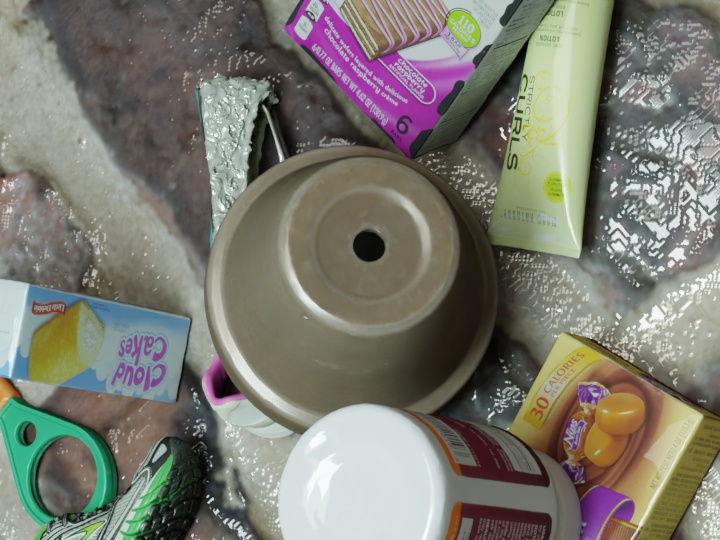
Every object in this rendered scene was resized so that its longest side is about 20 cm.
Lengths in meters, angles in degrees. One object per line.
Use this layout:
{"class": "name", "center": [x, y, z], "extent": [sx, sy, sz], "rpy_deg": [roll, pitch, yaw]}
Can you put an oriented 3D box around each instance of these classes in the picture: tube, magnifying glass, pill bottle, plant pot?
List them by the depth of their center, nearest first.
{"class": "pill bottle", "center": [0.048, 0.145, 1.400], "extent": [0.114, 0.200, 0.114], "rpy_deg": [-6, 78, 31]}
{"class": "plant pot", "center": [0.000, 0.000, 1.486], "extent": [0.200, 0.175, 0.200], "rpy_deg": [1, 77, -5]}
{"class": "tube", "center": [0.132, -0.111, 1.544], "extent": [0.052, 0.058, 0.200], "rpy_deg": [10, 92, -10]}
{"class": "magnifying glass", "center": [-0.253, 0.118, 1.745], "extent": [0.200, 0.022, 0.080], "rpy_deg": [46, 105, 25]}

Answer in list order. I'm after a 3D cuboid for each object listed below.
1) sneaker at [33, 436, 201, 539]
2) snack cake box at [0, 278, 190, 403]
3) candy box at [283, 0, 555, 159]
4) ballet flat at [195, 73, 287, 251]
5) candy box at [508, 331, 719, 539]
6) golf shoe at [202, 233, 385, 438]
{"class": "sneaker", "center": [-0.190, 0.194, 1.655], "extent": [0.085, 0.078, 0.200], "rpy_deg": [43, 104, 17]}
{"class": "snack cake box", "center": [-0.224, 0.044, 1.633], "extent": [0.115, 0.200, 0.067], "rpy_deg": [9, 87, 30]}
{"class": "candy box", "center": [0.050, -0.191, 1.539], "extent": [0.136, 0.061, 0.200], "rpy_deg": [46, 129, 15]}
{"class": "ballet flat", "center": [-0.080, -0.047, 1.646], "extent": [0.072, 0.072, 0.200], "rpy_deg": [-11, 77, 28]}
{"class": "candy box", "center": [0.138, 0.155, 1.494], "extent": [0.117, 0.056, 0.200], "rpy_deg": [32, 97, 30]}
{"class": "golf shoe", "center": [-0.040, 0.024, 1.596], "extent": [0.075, 0.092, 0.200], "rpy_deg": [31, 96, 31]}
